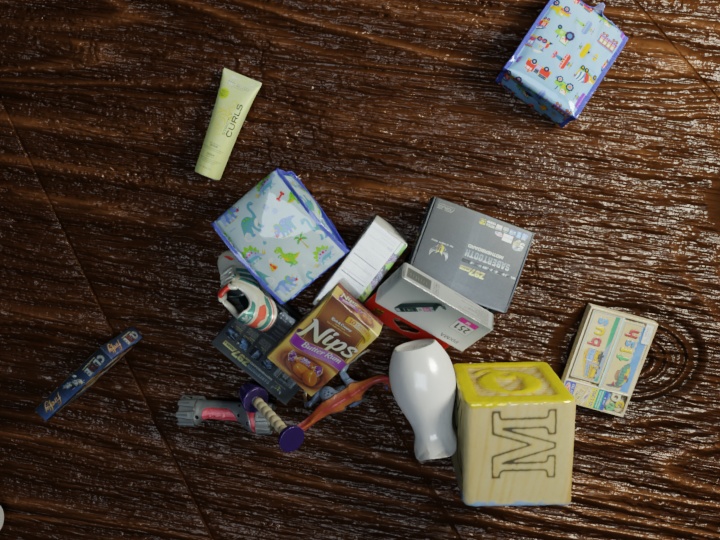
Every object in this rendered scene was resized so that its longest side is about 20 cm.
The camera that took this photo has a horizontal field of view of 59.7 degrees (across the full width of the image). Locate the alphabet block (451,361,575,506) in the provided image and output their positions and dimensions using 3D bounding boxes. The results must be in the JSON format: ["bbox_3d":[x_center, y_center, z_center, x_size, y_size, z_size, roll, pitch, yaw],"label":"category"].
[{"bbox_3d":[0.274,0.297,1.169,0.195,0.195,0.201,-2,103,0],"label":"alphabet block"}]

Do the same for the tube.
[{"bbox_3d":[-0.257,-0.272,1.180,0.058,0.052,0.201,16,101,-39],"label":"tube"}]

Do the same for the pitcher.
[{"bbox_3d":[0.125,0.230,1.189,0.121,0.172,0.201,-12,96,9],"label":"pitcher"}]

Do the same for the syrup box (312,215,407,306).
[{"bbox_3d":[0.000,0.000,1.195,0.081,0.079,0.200,36,103,-3],"label":"syrup box"}]

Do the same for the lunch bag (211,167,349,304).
[{"bbox_3d":[-0.142,-0.062,1.172,0.170,0.127,0.200,-39,86,12],"label":"lunch bag"}]

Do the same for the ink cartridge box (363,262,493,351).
[{"bbox_3d":[0.113,0.089,1.158,0.200,0.044,0.174,30,135,-14],"label":"ink cartridge box"}]

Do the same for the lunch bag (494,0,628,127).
[{"bbox_3d":[0.356,-0.378,1.082,0.150,0.094,0.200,35,94,0],"label":"lunch bag"}]

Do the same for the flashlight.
[{"bbox_3d":[-0.278,0.301,1.294,0.199,0.068,0.068,0,105,4],"label":"flashlight"}]

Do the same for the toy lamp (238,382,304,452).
[{"bbox_3d":[-0.178,0.273,1.204,0.058,0.200,0.058,-13,113,-33],"label":"toy lamp"}]

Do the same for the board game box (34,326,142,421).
[{"bbox_3d":[-0.544,0.205,1.265,0.200,0.136,0.035,-41,96,13],"label":"board game box"}]

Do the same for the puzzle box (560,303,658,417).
[{"bbox_3d":[0.473,0.174,1.212,0.133,0.025,0.201,15,103,3],"label":"puzzle box"}]

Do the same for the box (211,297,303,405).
[{"bbox_3d":[-0.173,0.148,1.258,0.200,0.051,0.158,40,102,-4],"label":"box"}]

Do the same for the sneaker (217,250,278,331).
[{"bbox_3d":[-0.232,0.026,1.177,0.070,0.093,0.200,-44,57,15],"label":"sneaker"}]

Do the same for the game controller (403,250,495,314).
[{"bbox_3d":[0.178,0.024,1.209,0.104,0.042,0.200,-42,96,-2],"label":"game controller"}]

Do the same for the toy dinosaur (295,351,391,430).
[{"bbox_3d":[-0.021,0.254,1.222,0.181,0.200,0.105,-21,118,41],"label":"toy dinosaur"}]

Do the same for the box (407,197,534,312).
[{"bbox_3d":[0.197,-0.028,1.153,0.199,0.051,0.158,20,93,-4],"label":"box"}]

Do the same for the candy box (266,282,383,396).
[{"bbox_3d":[-0.067,0.131,1.171,0.117,0.056,0.200,42,114,-6],"label":"candy box"}]

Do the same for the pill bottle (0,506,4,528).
[{"bbox_3d":[-0.906,0.568,1.395,0.199,0.104,0.105,-12,101,8],"label":"pill bottle"}]
